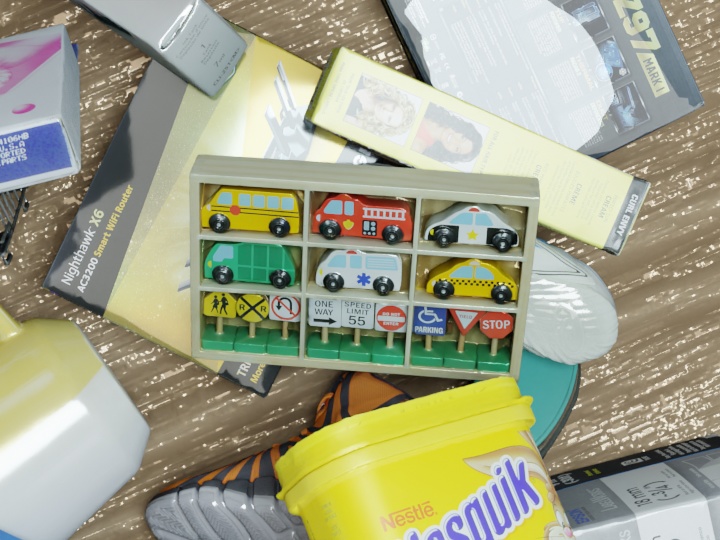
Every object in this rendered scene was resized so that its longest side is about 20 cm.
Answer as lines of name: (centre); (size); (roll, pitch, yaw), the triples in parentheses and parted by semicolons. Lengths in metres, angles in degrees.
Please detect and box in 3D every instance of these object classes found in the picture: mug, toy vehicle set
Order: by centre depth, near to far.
toy vehicle set: (0.000, 0.000, 0.900); (0.198, 0.027, 0.125); (4, 120, 3)
mug: (-0.216, 0.097, 0.917); (0.153, 0.187, 0.150); (-35, 53, -9)

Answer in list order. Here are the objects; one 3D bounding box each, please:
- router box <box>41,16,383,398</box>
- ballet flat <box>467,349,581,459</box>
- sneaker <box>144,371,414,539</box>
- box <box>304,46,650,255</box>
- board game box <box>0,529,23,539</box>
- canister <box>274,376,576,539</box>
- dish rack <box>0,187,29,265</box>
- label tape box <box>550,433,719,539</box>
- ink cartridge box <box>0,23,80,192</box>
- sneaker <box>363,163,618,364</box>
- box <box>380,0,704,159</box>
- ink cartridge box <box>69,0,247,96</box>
router box: (-0.085, -0.045, 0.968); (0.156, 0.052, 0.201); (26, 91, -5)
ballet flat: (0.078, 0.123, 0.974); (0.068, 0.069, 0.200); (27, 56, 12)
sneaker: (-0.037, 0.127, 0.976); (0.199, 0.112, 0.078); (-9, 126, 27)
box: (0.067, -0.071, 0.917); (0.199, 0.075, 0.050); (22, 94, -7)
board game box: (-0.194, 0.243, 0.895); (0.152, 0.045, 0.200); (-49, 129, 5)
canister: (0.057, 0.173, 0.825); (0.148, 0.087, 0.201); (-12, 70, -31)
dish rack: (-0.267, -0.031, 0.888); (0.152, 0.200, 0.055); (-16, 109, -2)
label tape box: (0.153, 0.165, 0.952); (0.198, 0.144, 0.064); (-14, 95, -3)
ink cartridge box: (-0.259, -0.088, 0.881); (0.195, 0.200, 0.044); (-15, 121, -3)
sneaker: (0.070, -0.004, 0.960); (0.199, 0.073, 0.072); (29, 99, -14)
box: (0.105, -0.159, 0.974); (0.157, 0.051, 0.201); (-26, 96, 1)
ink cartridge box: (-0.172, -0.187, 0.864); (0.199, 0.174, 0.044); (35, 91, 17)
